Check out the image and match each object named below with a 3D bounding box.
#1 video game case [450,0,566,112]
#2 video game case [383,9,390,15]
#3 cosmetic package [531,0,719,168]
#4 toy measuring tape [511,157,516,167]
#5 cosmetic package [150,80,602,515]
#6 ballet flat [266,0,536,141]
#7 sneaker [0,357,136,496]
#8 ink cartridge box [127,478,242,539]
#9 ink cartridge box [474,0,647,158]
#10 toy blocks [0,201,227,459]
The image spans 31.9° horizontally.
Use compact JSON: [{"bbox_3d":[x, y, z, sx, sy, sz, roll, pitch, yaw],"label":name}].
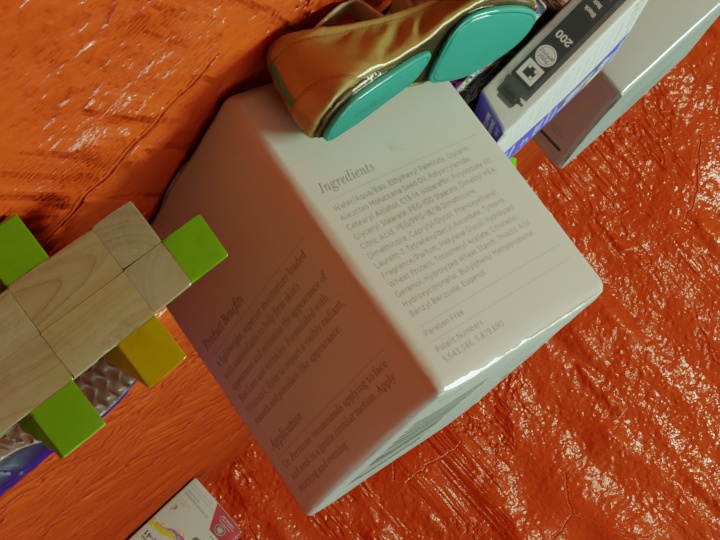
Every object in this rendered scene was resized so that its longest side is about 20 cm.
[{"bbox_3d":[0.068,-0.132,0.937,0.200,0.036,0.181,-46,174,19],"label":"video game case"},{"bbox_3d":[0.071,-0.184,0.888,0.182,0.023,0.200,-42,173,-9],"label":"video game case"},{"bbox_3d":[0.247,-0.233,1.217,0.199,0.123,0.200,-41,175,-16],"label":"cosmetic package"},{"bbox_3d":[0.121,-0.125,1.500,0.074,0.074,0.199,-45,157,26],"label":"toy measuring tape"},{"bbox_3d":[0.000,0.000,0.757,0.164,0.201,0.165,-26,165,-42],"label":"cosmetic package"},{"bbox_3d":[0.027,-0.136,0.709,0.199,0.063,0.069,-31,164,-42],"label":"ballet flat"},{"bbox_3d":[-0.215,0.093,0.747,0.199,0.070,0.100,-38,180,-12],"label":"sneaker"},{"bbox_3d":[-0.349,0.528,2.458,0.200,0.148,0.086,-42,174,-16],"label":"ink cartridge box"},{"bbox_3d":[0.126,-0.130,0.950,0.200,0.043,0.198,-46,175,-4],"label":"ink cartridge box"},{"bbox_3d":[-0.173,0.047,0.617,0.200,0.100,0.136,-40,-175,-32],"label":"toy blocks"}]
